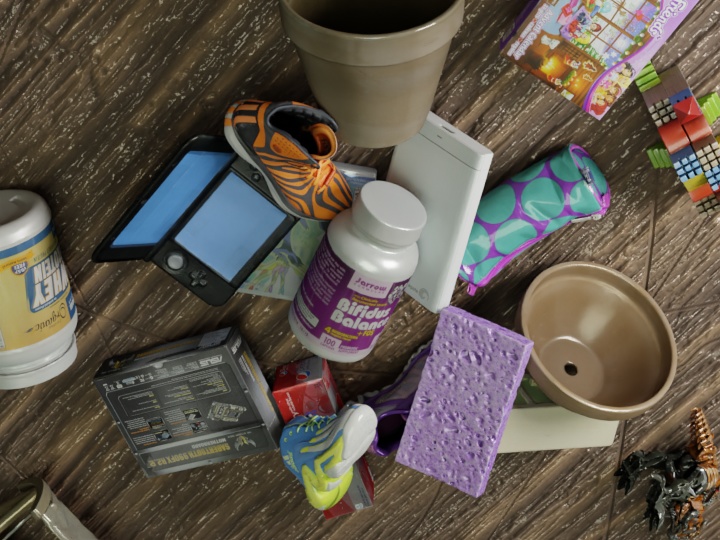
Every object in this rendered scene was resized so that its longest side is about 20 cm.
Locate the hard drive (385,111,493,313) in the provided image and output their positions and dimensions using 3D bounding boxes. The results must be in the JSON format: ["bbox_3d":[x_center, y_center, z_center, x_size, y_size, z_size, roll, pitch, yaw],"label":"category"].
[{"bbox_3d":[0.075,-0.071,1.672,0.026,0.132,0.202,-10,126,-41],"label":"hard drive"}]

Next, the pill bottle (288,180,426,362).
[{"bbox_3d":[0.000,0.000,1.667,0.111,0.113,0.201,21,126,-9],"label":"pill bottle"}]

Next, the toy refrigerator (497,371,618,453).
[{"bbox_3d":[0.212,0.169,1.769,0.197,0.076,0.071,-1,119,-21],"label":"toy refrigerator"}]

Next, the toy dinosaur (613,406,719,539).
[{"bbox_3d":[0.405,0.260,1.850,0.134,0.102,0.203,-9,103,-19],"label":"toy dinosaur"}]

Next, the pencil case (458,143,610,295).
[{"bbox_3d":[0.189,-0.061,1.686,0.199,0.085,0.093,-32,73,17],"label":"pencil case"}]

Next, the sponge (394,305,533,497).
[{"bbox_3d":[0.118,0.152,1.680,0.111,0.030,0.202,23,110,20],"label":"sponge"}]

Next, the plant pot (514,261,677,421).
[{"bbox_3d":[0.265,0.097,1.725,0.199,0.203,0.093,20,144,-9],"label":"plant pot"}]

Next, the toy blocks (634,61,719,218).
[{"bbox_3d":[0.372,-0.132,1.619,0.099,0.137,0.201,-26,112,14],"label":"toy blocks"}]

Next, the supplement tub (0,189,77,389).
[{"bbox_3d":[-0.414,0.022,1.711,0.143,0.145,0.202,-7,116,5],"label":"supplement tub"}]

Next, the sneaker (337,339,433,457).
[{"bbox_3d":[0.070,0.160,1.774,0.199,0.088,0.081,-36,114,-7],"label":"sneaker"}]

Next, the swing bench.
[{"bbox_3d":[-0.419,0.393,1.907,0.199,0.130,0.200,-34,110,11],"label":"swing bench"}]

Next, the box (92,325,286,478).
[{"bbox_3d":[-0.210,0.165,1.808,0.198,0.048,0.160,-15,116,23],"label":"box"}]

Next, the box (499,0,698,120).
[{"bbox_3d":[0.257,-0.273,1.529,0.136,0.039,0.201,30,121,-13],"label":"box"}]

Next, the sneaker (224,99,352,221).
[{"bbox_3d":[-0.055,-0.116,1.604,0.111,0.078,0.200,4,154,46],"label":"sneaker"}]

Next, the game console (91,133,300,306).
[{"bbox_3d":[-0.176,-0.051,1.662,0.175,0.117,0.200,38,112,-15],"label":"game console"}]

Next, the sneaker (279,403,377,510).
[{"bbox_3d":[-0.050,0.204,1.732,0.105,0.076,0.201,40,139,16],"label":"sneaker"}]

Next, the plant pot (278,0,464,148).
[{"bbox_3d":[0.015,-0.235,1.565,0.197,0.201,0.175,-2,132,2],"label":"plant pot"}]

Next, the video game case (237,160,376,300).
[{"bbox_3d":[-0.091,-0.051,1.735,0.197,0.022,0.184,9,116,-3],"label":"video game case"}]

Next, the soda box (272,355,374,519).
[{"bbox_3d":[-0.045,0.210,1.839,0.069,0.064,0.202,-16,114,10],"label":"soda box"}]
